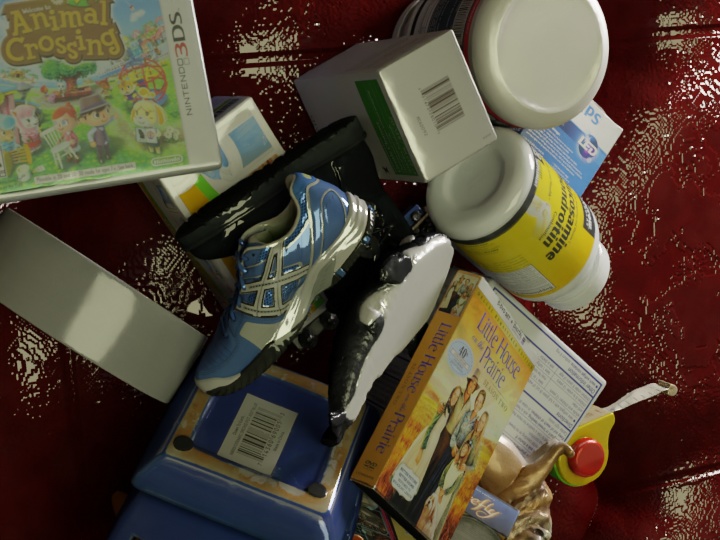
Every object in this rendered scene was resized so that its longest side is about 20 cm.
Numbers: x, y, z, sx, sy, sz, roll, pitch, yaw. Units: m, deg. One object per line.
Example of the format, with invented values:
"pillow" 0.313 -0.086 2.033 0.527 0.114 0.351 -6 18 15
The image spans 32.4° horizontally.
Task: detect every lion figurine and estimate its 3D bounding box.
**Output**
"lion figurine" 0.126 0.177 1.174 0.122 0.072 0.200 -42 98 -5

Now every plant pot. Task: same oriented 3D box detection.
"plant pot" -0.096 0.192 1.047 0.198 0.201 0.181 21 127 2

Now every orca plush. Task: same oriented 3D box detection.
"orca plush" 0.003 0.047 1.016 0.105 0.070 0.202 43 65 -53

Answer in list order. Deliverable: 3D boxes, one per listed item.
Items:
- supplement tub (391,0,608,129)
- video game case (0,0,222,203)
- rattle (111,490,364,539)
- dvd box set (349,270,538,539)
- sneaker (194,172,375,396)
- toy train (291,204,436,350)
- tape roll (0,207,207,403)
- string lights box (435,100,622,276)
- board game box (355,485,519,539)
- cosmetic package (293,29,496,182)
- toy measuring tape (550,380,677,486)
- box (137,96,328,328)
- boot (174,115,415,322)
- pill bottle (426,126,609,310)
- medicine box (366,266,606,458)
"supplement tub" 0.123 -0.205 1.151 0.138 0.200 0.143 -4 99 -23
"video game case" -0.225 -0.159 1.012 0.197 0.022 0.185 -10 88 -17
"rattle" -0.113 0.246 1.176 0.198 0.144 0.131 -26 152 -11
"dvd box set" 0.077 0.122 1.055 0.201 0.029 0.147 -60 140 -18
"sneaker" -0.075 0.010 0.985 0.077 0.076 0.201 34 96 -23
"toy train" 0.000 0.000 1.218 0.200 0.034 0.046 -42 99 -13
"tape roll" -0.226 0.030 1.026 0.199 0.200 0.067 37 82 -24
"string lights box" 0.171 -0.094 1.266 0.102 0.059 0.201 37 81 -24
"board game box" 0.037 0.220 1.164 0.198 0.136 0.035 31 48 9
"cosmetic package" 0.027 -0.147 1.116 0.084 0.199 0.109 -31 106 -19
"toy measuring tape" 0.262 0.184 1.343 0.198 0.073 0.075 -20 105 -20
"box" -0.105 -0.043 1.124 0.112 0.101 0.201 -39 111 -15
"boot" -0.039 -0.014 1.059 0.199 0.076 0.170 -35 106 -24
"pill bottle" 0.155 -0.040 1.158 0.200 0.111 0.113 36 82 -45
"medicine box" 0.113 0.132 1.248 0.182 0.103 0.201 40 81 -23
